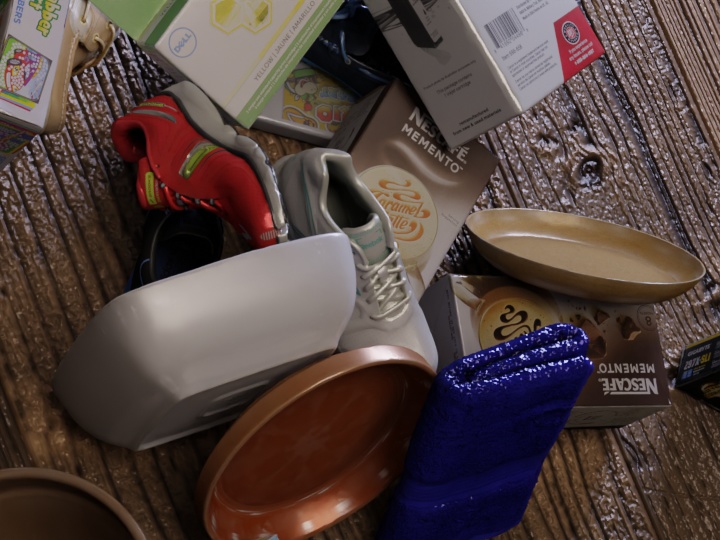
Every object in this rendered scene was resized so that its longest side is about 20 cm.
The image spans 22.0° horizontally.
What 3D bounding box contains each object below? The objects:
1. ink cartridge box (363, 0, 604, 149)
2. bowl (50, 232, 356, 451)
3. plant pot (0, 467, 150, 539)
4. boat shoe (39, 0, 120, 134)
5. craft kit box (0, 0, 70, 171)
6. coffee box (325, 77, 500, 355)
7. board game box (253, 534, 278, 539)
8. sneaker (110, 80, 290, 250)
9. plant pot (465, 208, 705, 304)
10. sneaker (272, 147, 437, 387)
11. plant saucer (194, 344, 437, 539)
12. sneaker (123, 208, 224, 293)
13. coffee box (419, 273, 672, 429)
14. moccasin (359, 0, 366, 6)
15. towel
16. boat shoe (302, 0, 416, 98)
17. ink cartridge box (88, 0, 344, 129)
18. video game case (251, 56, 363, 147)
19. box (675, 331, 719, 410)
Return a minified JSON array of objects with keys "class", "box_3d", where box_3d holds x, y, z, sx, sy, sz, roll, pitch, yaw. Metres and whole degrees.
[{"class":"ink cartridge box","box_3d":[0.084,-0.219,1.459,0.144,0.084,0.200,-37,99,-47]},{"class":"bowl","box_3d":[-0.102,0.059,1.298,0.200,0.200,0.075,-18,76,-30]},{"class":"plant pot","box_3d":[-0.217,0.237,1.211,0.200,0.093,0.201,-3,68,7]},{"class":"boat shoe","box_3d":[-0.215,-0.191,1.405,0.069,0.074,0.200,12,66,-20]},{"class":"craft kit box","box_3d":[-0.257,-0.155,1.292,0.048,0.200,0.198,21,63,-23]},{"class":"coffee box","box_3d":[0.007,-0.037,1.460,0.114,0.080,0.200,37,65,-15]},{"class":"board game box","box_3d":[-0.068,0.299,1.278,0.134,0.034,0.200,-23,94,-62]},{"class":"sneaker","box_3d":[-0.116,-0.059,1.324,0.085,0.077,0.200,-26,42,-20]},{"class":"plant pot","box_3d":[0.182,-0.010,1.521,0.200,0.200,0.028,2,108,-29]},{"class":"sneaker","box_3d":[0.000,0.000,1.359,0.070,0.080,0.200,-33,95,-27]},{"class":"plant saucer","box_3d":[-0.032,0.125,1.331,0.200,0.200,0.032,-13,51,-33]},{"class":"sneaker","box_3d":[-0.129,-0.047,1.399,0.070,0.078,0.200,18,64,-22]},{"class":"coffee box","box_3d":[0.146,0.069,1.514,0.200,0.080,0.113,2,70,-29]},{"class":"moccasin","box_3d":[0.057,-0.214,1.541,0.074,0.078,0.202,-35,91,-36]},{"class":"towel","box_3d":[0.096,0.137,1.394,0.147,0.200,0.050,-19,51,-34]},{"class":"boat shoe","box_3d":[0.004,-0.193,1.510,0.200,0.069,0.084,33,59,-14]},{"class":"ink cartridge box","box_3d":[-0.120,-0.224,1.394,0.200,0.048,0.146,41,79,-30]},{"class":"video game case","box_3d":[0.000,-0.183,1.558,0.200,0.023,0.182,13,66,-26]},{"class":"box","box_3d":[0.394,0.091,1.577,0.160,0.200,0.049,29,61,-18]}]
